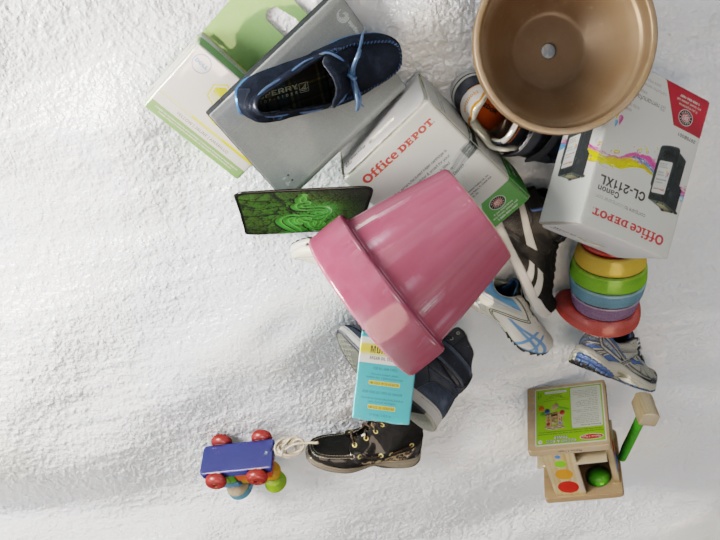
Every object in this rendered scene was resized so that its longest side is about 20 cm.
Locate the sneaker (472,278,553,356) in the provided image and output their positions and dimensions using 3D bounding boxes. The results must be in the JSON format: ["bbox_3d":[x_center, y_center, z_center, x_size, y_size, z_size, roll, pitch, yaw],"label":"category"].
[{"bbox_3d":[0.226,0.059,1.153,0.072,0.072,0.199,-44,122,15],"label":"sneaker"}]

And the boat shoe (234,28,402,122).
[{"bbox_3d":[-0.035,-0.200,0.864,0.199,0.069,0.085,-29,119,-13],"label":"boat shoe"}]

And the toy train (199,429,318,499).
[{"bbox_3d":[-0.146,0.319,1.275,0.197,0.085,0.116,-9,138,12],"label":"toy train"}]

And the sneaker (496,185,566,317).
[{"bbox_3d":[0.261,-0.026,1.091,0.111,0.073,0.201,-26,123,14],"label":"sneaker"}]

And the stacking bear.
[{"bbox_3d":[0.342,-0.020,1.089,0.120,0.114,0.202,-6,122,-3],"label":"stacking bear"}]

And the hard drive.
[{"bbox_3d":[-0.060,-0.199,0.915,0.200,0.033,0.140,-44,121,-2],"label":"hard drive"}]

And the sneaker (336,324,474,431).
[{"bbox_3d":[0.074,0.120,1.176,0.202,0.146,0.077,40,155,11],"label":"sneaker"}]

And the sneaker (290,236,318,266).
[{"bbox_3d":[0.000,0.000,1.051,0.197,0.075,0.082,11,93,5],"label":"sneaker"}]

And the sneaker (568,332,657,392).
[{"bbox_3d":[0.406,0.129,1.218,0.199,0.077,0.086,22,89,-40],"label":"sneaker"}]

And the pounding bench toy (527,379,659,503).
[{"bbox_3d":[0.381,0.276,1.262,0.198,0.125,0.157,-11,128,20],"label":"pounding bench toy"}]

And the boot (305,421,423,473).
[{"bbox_3d":[0.019,0.248,1.258,0.197,0.074,0.152,5,126,-15],"label":"boot"}]

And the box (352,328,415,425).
[{"bbox_3d":[0.040,0.107,1.094,0.081,0.049,0.203,6,83,2],"label":"box"}]

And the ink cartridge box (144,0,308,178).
[{"bbox_3d":[-0.132,-0.223,0.921,0.200,0.048,0.145,-39,121,22],"label":"ink cartridge box"}]

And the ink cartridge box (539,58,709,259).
[{"bbox_3d":[0.319,-0.128,0.956,0.144,0.083,0.202,17,87,-23],"label":"ink cartridge box"}]

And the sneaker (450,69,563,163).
[{"bbox_3d":[0.202,-0.173,0.978,0.198,0.080,0.079,19,121,-21],"label":"sneaker"}]

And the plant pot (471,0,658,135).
[{"bbox_3d":[0.221,-0.254,0.890,0.198,0.093,0.204,0,97,3],"label":"plant pot"}]

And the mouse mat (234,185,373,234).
[{"bbox_3d":[-0.070,-0.071,0.978,0.159,0.008,0.200,-3,170,-4],"label":"mouse mat"}]

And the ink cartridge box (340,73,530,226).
[{"bbox_3d":[0.091,-0.123,0.995,0.146,0.083,0.199,-40,121,21],"label":"ink cartridge box"}]

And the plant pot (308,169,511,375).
[{"bbox_3d":[0.067,-0.011,0.917,0.178,0.200,0.200,-38,122,4],"label":"plant pot"}]
